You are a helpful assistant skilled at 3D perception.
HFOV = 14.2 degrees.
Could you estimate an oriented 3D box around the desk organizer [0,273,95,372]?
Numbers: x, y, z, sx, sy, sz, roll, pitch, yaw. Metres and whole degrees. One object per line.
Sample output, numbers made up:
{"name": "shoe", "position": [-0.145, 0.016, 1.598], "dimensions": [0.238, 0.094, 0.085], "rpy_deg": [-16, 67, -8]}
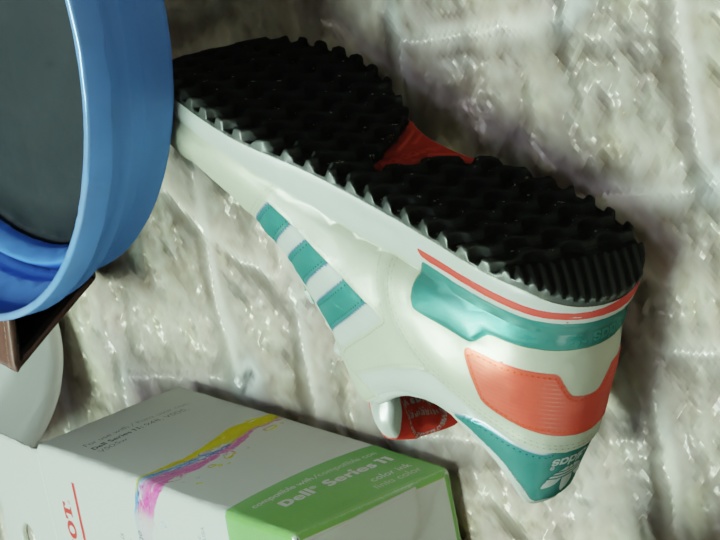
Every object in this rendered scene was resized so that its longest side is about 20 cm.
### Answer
{"name": "desk organizer", "position": [-0.128, -0.072, 1.020], "dimensions": [0.077, 0.072, 0.200], "rpy_deg": [24, 127, 45]}

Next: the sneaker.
{"name": "sneaker", "position": [0.001, 0.000, 0.868], "dimensions": [0.200, 0.070, 0.093], "rpy_deg": [31, 127, 40]}

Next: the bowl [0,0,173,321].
{"name": "bowl", "position": [-0.127, -0.084, 0.913], "dimensions": [0.201, 0.039, 0.201], "rpy_deg": [30, 130, 43]}

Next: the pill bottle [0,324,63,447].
{"name": "pill bottle", "position": [-0.208, 0.056, 1.167], "dimensions": [0.200, 0.120, 0.120], "rpy_deg": [-33, 80, 58]}

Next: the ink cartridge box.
{"name": "ink cartridge box", "position": [-0.045, 0.111, 1.004], "dimensions": [0.200, 0.067, 0.117], "rpy_deg": [13, 120, 52]}
